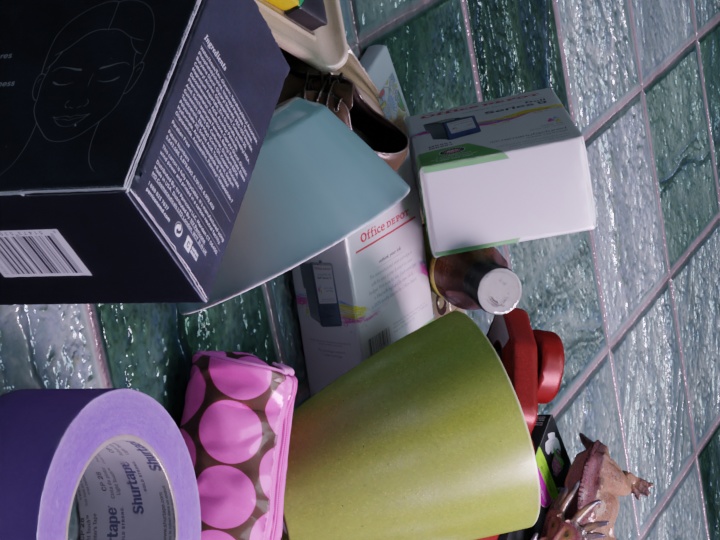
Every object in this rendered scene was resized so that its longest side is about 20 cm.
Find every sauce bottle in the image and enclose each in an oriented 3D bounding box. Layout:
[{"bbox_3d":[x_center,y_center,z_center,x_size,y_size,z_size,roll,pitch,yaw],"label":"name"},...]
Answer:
[{"bbox_3d":[0.091,0.001,1.818,0.200,0.066,0.067,-137,-144,-73],"label":"sauce bottle"}]

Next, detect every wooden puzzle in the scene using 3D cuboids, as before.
[{"bbox_3d":[-0.081,-0.267,1.635,0.199,0.037,0.186,19,55,-53],"label":"wooden puzzle"}]

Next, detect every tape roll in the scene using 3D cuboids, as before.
[{"bbox_3d":[-0.194,0.180,1.402,0.200,0.084,0.202,11,77,-63],"label":"tape roll"}]

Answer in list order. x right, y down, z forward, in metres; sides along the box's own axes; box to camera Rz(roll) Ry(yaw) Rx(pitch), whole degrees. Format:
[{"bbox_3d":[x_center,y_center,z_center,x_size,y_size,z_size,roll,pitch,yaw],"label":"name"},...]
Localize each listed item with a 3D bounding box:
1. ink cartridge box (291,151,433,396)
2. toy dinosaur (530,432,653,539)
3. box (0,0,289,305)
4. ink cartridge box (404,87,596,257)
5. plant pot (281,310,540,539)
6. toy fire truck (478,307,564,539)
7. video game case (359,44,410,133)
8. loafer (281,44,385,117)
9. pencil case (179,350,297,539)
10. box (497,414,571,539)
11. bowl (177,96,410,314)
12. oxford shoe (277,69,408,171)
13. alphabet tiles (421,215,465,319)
[{"bbox_3d":[0.000,0.000,1.787,0.117,0.067,0.202,-31,120,-49],"label":"ink cartridge box"},{"bbox_3d":[0.213,0.217,1.939,0.136,0.085,0.201,48,40,-42],"label":"toy dinosaur"},{"bbox_3d":[-0.177,-0.090,1.328,0.124,0.199,0.198,58,40,-47],"label":"box"},{"bbox_3d":[0.120,-0.089,1.832,0.200,0.144,0.088,-95,175,-74],"label":"ink cartridge box"},{"bbox_3d":[0.017,0.153,1.685,0.187,0.199,0.188,162,-90,-77],"label":"plant pot"},{"bbox_3d":[0.117,0.143,1.845,0.169,0.111,0.201,-103,-152,-49],"label":"toy fire truck"},{"bbox_3d":[0.015,-0.074,1.899,0.182,0.023,0.201,-60,139,-46],"label":"video game case"},{"bbox_3d":[-0.040,-0.176,1.736,0.200,0.076,0.068,40,47,-51],"label":"loafer"},{"bbox_3d":[-0.096,0.161,1.586,0.091,0.093,0.202,29,62,-59],"label":"pencil case"},{"bbox_3d":[0.123,0.258,1.976,0.149,0.123,0.201,66,35,-35],"label":"box"},{"bbox_3d":[-0.073,-0.060,1.574,0.106,0.200,0.201,62,32,-6],"label":"bowl"},{"bbox_3d":[-0.046,-0.138,1.656,0.199,0.084,0.073,28,45,-23],"label":"oxford shoe"},{"bbox_3d":[0.054,-0.008,1.938,0.167,0.007,0.202,-34,118,-59],"label":"alphabet tiles"}]
